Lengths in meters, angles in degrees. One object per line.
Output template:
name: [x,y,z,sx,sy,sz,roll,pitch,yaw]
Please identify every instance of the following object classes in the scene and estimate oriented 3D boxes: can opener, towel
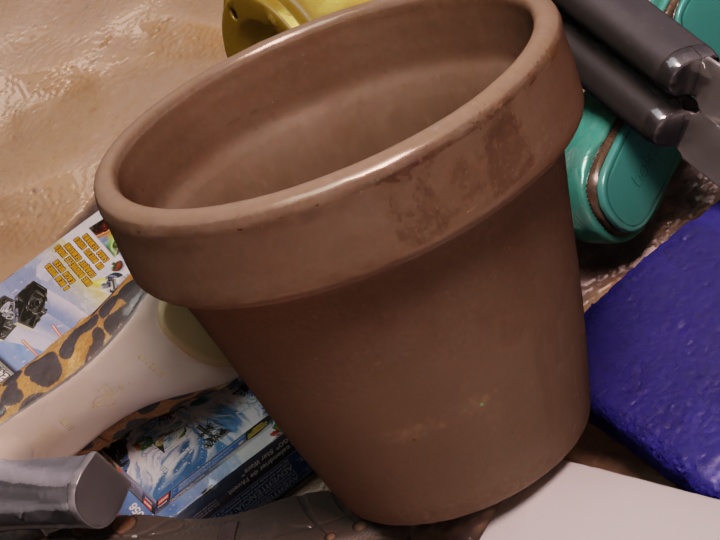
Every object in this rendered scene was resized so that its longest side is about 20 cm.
can opener: [0.148,-0.086,1.103,0.067,0.053,0.200,-17,46,-35]
towel: [0.190,0.017,1.068,0.200,0.050,0.148,-40,39,-10]

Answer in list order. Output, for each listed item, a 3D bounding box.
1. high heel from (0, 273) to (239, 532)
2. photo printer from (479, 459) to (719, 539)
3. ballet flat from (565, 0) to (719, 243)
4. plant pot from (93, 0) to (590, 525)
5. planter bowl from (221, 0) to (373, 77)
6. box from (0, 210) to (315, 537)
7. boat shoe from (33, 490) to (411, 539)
high heel: [-0.127,0.042,1.137,0.142,0.071,0.200,-6,39,42]
photo printer: [0.122,0.166,0.949,0.200,0.069,0.166,13,58,34]
ballet flat: [0.139,-0.094,1.176,0.070,0.067,0.200,3,49,49]
plant pot: [0.016,0.002,1.003,0.200,0.175,0.200,-20,22,8]
planter bowl: [-0.006,-0.103,1.135,0.083,0.201,0.200,-31,43,-23]
box: [-0.114,0.060,1.179,0.137,0.040,0.200,-37,46,-8]
boat shoe: [-0.074,0.146,1.052,0.200,0.072,0.076,-7,20,12]
